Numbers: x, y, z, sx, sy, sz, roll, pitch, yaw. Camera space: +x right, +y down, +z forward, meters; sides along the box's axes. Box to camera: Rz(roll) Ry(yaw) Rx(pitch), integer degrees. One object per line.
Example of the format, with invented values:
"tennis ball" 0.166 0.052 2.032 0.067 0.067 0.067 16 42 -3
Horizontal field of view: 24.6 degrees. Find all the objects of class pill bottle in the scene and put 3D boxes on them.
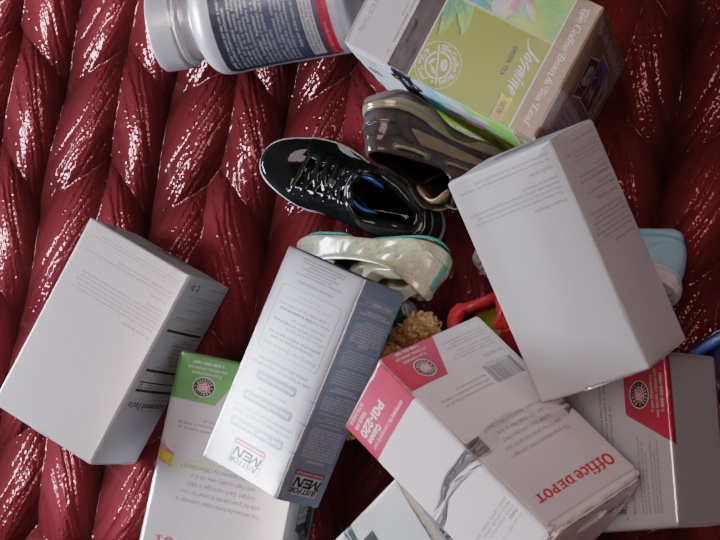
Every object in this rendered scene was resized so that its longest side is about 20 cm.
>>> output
"pill bottle" -0.102 -0.254 1.594 0.198 0.120 0.121 -9 81 13

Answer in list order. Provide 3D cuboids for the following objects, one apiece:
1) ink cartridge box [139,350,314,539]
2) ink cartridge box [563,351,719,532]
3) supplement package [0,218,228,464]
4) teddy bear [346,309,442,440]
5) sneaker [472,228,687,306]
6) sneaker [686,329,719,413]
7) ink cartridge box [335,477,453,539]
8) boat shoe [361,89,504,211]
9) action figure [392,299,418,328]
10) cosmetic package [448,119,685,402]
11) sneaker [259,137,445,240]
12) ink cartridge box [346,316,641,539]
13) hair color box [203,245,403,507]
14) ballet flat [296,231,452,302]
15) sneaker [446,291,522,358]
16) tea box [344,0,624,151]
"ink cartridge box" -0.114 0.191 1.560 0.144 0.087 0.202 10 83 16
"ink cartridge box" 0.210 0.155 1.439 0.199 0.083 0.147 -11 79 43
"supplement package" -0.238 0.071 1.590 0.121 0.120 0.201 29 91 15
"teddy bear" 0.023 0.096 1.479 0.144 0.067 0.201 -27 62 -7
"sneaker" 0.205 -0.015 1.520 0.198 0.074 0.082 9 57 20
"sneaker" 0.292 0.111 1.464 0.200 0.082 0.074 -44 76 12
"ink cartridge box" 0.048 0.243 1.437 0.083 0.146 0.200 55 131 17
"boat shoe" 0.074 -0.088 1.503 0.074 0.199 0.074 -17 51 52
"action figure" 0.048 0.098 1.549 0.118 0.055 0.201 -32 72 12
"cosmetic package" 0.168 -0.007 1.341 0.112 0.081 0.202 -19 97 38
"sneaker" -0.016 -0.084 1.555 0.199 0.112 0.074 24 88 16
"ink cartridge box" 0.109 0.148 1.348 0.200 0.145 0.085 43 127 23
"hair color box" -0.050 0.092 1.435 0.099 0.060 0.202 23 90 40
"ballet flat" 0.000 0.000 1.521 0.199 0.067 0.063 -1 57 49
"sneaker" 0.158 0.045 1.465 0.199 0.084 0.078 -16 65 44
"tea box" 0.118 -0.195 1.487 0.196 0.200 0.134 28 90 17
